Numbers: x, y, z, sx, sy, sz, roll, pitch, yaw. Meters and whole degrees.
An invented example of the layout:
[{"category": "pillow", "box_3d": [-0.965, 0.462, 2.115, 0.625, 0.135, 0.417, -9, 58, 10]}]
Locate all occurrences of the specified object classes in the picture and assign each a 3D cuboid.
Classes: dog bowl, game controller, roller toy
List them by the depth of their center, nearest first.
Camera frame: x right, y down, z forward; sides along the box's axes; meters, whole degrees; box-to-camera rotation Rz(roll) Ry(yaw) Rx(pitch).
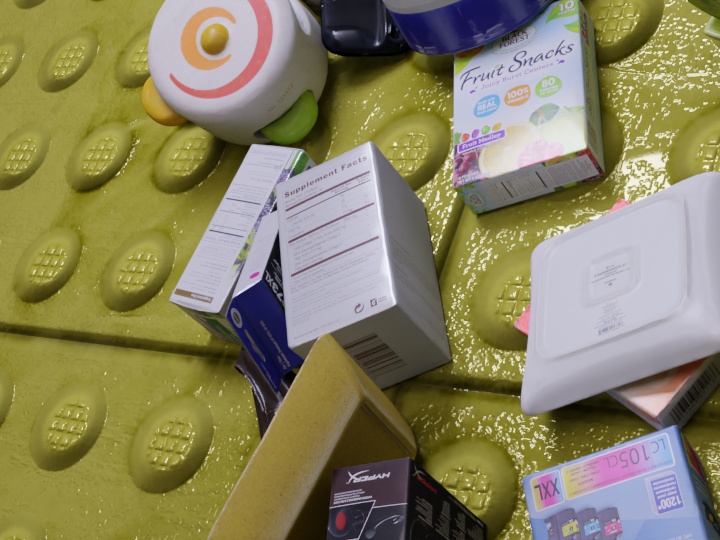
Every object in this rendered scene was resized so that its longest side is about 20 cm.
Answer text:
[{"category": "dog bowl", "box_3d": [0.120, -0.317, 1.364, 0.199, 0.079, 0.200, -23, 31, 15]}, {"category": "roller toy", "box_3d": [-0.142, -0.244, 1.458, 0.199, 0.140, 0.184, 7, 83, 21]}, {"category": "game controller", "box_3d": [0.005, -0.324, 1.499, 0.104, 0.042, 0.201, -6, 54, 5]}]

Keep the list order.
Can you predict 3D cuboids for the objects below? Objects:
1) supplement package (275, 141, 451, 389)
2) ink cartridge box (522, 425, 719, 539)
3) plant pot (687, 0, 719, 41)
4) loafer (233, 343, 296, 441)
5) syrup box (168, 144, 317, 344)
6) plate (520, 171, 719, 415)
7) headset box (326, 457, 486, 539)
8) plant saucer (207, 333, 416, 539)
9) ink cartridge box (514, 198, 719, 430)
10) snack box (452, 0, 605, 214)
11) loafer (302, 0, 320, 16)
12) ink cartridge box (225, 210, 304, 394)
[{"category": "supplement package", "box_3d": [0.000, 0.000, 1.243, 0.117, 0.117, 0.201, -23, 49, 20]}, {"category": "ink cartridge box", "box_3d": [0.209, 0.236, 0.965, 0.136, 0.076, 0.201, -23, 51, 20]}, {"category": "plant pot", "box_3d": [0.392, -0.289, 1.123, 0.200, 0.181, 0.199, 29, 79, 43]}, {"category": "loafer", "box_3d": [-0.075, 0.142, 1.228, 0.071, 0.073, 0.200, -45, 44, 2]}, {"category": "syrup box", "box_3d": [-0.111, -0.028, 1.367, 0.081, 0.079, 0.201, 11, 67, 39]}, {"category": "plate", "box_3d": [0.218, 0.012, 1.095, 0.199, 0.032, 0.201, -24, 38, 32]}, {"category": "headset box", "box_3d": [0.035, 0.270, 1.010, 0.075, 0.149, 0.201, -13, 54, 26]}, {"category": "plant saucer", "box_3d": [-0.024, 0.182, 1.084, 0.048, 0.200, 0.201, 19, 72, 30]}, {"category": "ink cartridge box", "box_3d": [0.240, 0.025, 1.106, 0.162, 0.050, 0.200, -49, 49, -4]}, {"category": "snack box", "box_3d": [0.164, -0.166, 1.287, 0.142, 0.053, 0.201, -15, 52, 26]}, {"category": "loafer", "box_3d": [-0.069, -0.387, 1.587, 0.067, 0.076, 0.200, -39, 46, 15]}, {"category": "ink cartridge box", "box_3d": [-0.077, 0.025, 1.243, 0.037, 0.095, 0.200, -22, 24, 20]}]
